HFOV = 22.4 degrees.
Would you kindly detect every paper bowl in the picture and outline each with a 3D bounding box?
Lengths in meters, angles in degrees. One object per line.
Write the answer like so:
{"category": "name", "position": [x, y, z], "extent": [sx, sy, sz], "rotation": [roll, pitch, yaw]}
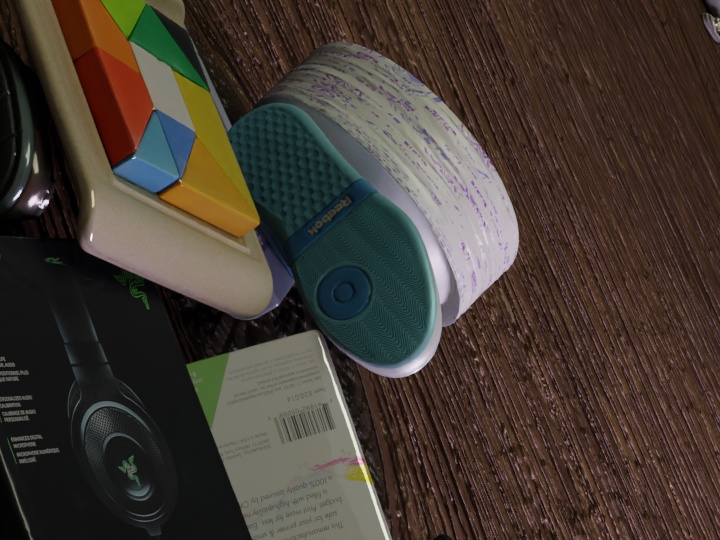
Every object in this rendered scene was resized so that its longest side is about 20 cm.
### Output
{"category": "paper bowl", "position": [0.002, -0.045, 1.228], "extent": [0.104, 0.200, 0.201], "rotation": [-43, 111, -19]}

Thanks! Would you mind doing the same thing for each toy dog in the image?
{"category": "toy dog", "position": [0.617, -0.362, 2.816], "extent": [0.200, 0.096, 0.132], "rotation": [53, 26, -21]}

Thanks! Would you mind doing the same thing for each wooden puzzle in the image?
{"category": "wooden puzzle", "position": [-0.111, -0.086, 0.945], "extent": [0.185, 0.037, 0.201], "rotation": [29, 40, -62]}

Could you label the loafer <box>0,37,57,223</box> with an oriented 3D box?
{"category": "loafer", "position": [-0.188, -0.087, 0.932], "extent": [0.063, 0.072, 0.200], "rotation": [23, 20, -42]}

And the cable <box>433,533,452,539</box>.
{"category": "cable", "position": [0.042, 0.257, 1.036], "extent": [0.163, 0.050, 0.202], "rotation": [83, 20, -67]}

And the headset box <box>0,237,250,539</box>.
{"category": "headset box", "position": [-0.155, 0.081, 0.858], "extent": [0.174, 0.092, 0.201], "rotation": [3, 62, -63]}

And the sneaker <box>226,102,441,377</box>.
{"category": "sneaker", "position": [0.000, 0.000, 1.073], "extent": [0.201, 0.079, 0.131], "rotation": [58, 0, 33]}

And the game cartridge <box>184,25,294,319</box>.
{"category": "game cartridge", "position": [-0.099, -0.070, 1.113], "extent": [0.133, 0.041, 0.201], "rotation": [-84, 150, -83]}

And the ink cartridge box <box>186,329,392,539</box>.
{"category": "ink cartridge box", "position": [-0.048, 0.147, 0.983], "extent": [0.067, 0.116, 0.201], "rotation": [117, -44, -67]}
